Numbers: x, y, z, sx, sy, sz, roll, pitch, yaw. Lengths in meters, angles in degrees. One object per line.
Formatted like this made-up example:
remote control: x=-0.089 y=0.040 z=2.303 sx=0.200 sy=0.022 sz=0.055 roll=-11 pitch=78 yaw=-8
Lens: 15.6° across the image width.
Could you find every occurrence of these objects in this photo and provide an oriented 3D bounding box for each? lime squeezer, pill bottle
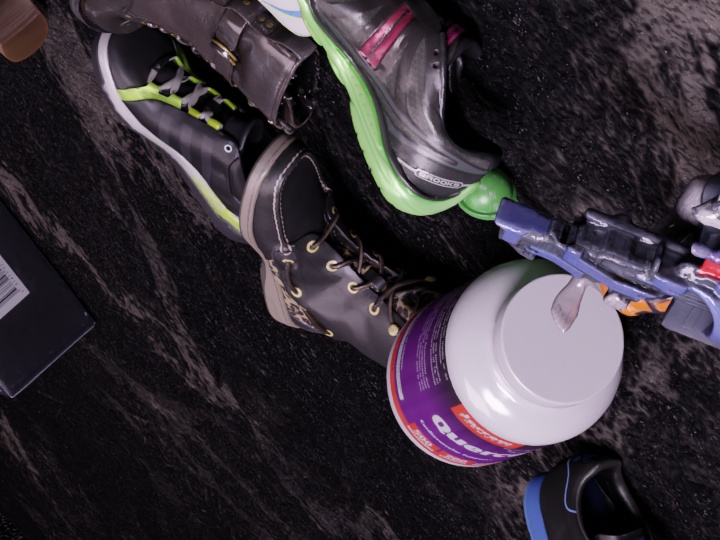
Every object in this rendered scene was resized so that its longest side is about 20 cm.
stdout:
lime squeezer: x=0.073 y=-0.066 z=1.551 sx=0.070 sy=0.038 sz=0.200 roll=-30 pitch=102 yaw=40
pill bottle: x=0.092 y=0.057 z=1.617 sx=0.113 sy=0.112 sz=0.200 roll=48 pitch=163 yaw=-3

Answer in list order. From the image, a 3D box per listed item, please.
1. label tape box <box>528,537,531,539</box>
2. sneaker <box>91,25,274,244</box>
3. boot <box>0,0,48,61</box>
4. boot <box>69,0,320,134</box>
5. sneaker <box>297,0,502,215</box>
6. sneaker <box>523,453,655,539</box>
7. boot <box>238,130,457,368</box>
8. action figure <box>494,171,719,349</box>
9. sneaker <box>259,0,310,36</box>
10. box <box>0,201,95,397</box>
label tape box: x=0.208 y=0.277 z=1.893 sx=0.199 sy=0.063 sz=0.145 roll=24 pitch=150 yaw=49
sneaker: x=-0.100 y=-0.105 z=1.827 sx=0.200 sy=0.072 sz=0.083 roll=48 pitch=143 yaw=-17
boot: x=-0.308 y=-0.253 z=1.964 sx=0.155 sy=0.074 sz=0.200 roll=46 pitch=160 yaw=18
boot: x=-0.102 y=-0.152 z=1.706 sx=0.174 sy=0.069 sz=0.200 roll=43 pitch=164 yaw=4
sneaker: x=0.021 y=-0.132 z=1.472 sx=0.201 sy=0.083 sz=0.077 roll=64 pitch=-160 yaw=-13
sneaker: x=0.170 y=0.221 z=1.763 sx=0.078 sy=0.070 sz=0.201 roll=-31 pitch=76 yaw=55
boot: x=0.000 y=0.000 z=1.757 sx=0.150 sy=0.073 sz=0.201 roll=29 pitch=151 yaw=23
action figure: x=0.161 y=-0.014 z=1.332 sx=0.199 sy=0.105 sz=0.193 roll=24 pitch=159 yaw=-8
sneaker: x=-0.102 y=-0.199 z=1.539 sx=0.200 sy=0.105 sz=0.076 roll=53 pitch=162 yaw=-15
box: x=-0.397 y=0.012 z=2.648 sx=0.200 sy=0.123 sz=0.198 roll=53 pitch=163 yaw=-17
